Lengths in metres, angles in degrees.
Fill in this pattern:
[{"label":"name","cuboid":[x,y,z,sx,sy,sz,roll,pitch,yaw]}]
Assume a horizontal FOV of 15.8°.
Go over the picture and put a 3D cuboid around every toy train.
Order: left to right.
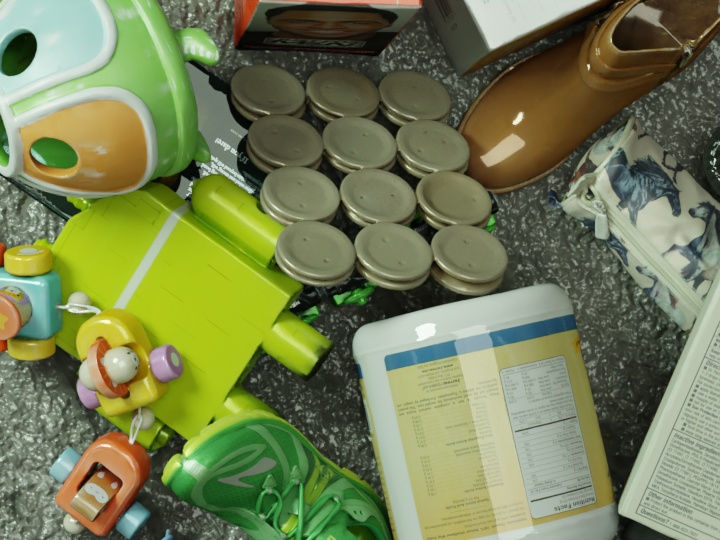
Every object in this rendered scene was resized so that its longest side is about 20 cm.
[{"label":"toy train","cuboid":[-0.198,0.077,1.628,0.200,0.056,0.150,42,114,3]},{"label":"toy train","cuboid":[0.000,0.000,1.684,0.199,0.056,0.042,-27,88,-5]}]

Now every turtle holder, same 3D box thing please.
[{"label":"turtle holder","cuboid":[-0.179,-0.130,1.591,0.131,0.141,0.186,-22,77,-22]}]

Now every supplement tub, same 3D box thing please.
[{"label":"supplement tub","cuboid":[0.083,0.119,1.642,0.144,0.145,0.201,-12,88,-7]}]

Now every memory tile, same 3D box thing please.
[{"label":"memory tile","cuboid":[0.004,-0.060,1.640,0.153,0.017,0.200,0,44,-17]}]

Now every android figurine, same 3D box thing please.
[{"label":"android figurine","cuboid":[-0.119,0.024,1.641,0.200,0.041,0.182,34,110,8]}]

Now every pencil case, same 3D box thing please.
[{"label":"pencil case","cuboid":[0.216,-0.004,1.696,0.200,0.078,0.089,46,46,-2]}]

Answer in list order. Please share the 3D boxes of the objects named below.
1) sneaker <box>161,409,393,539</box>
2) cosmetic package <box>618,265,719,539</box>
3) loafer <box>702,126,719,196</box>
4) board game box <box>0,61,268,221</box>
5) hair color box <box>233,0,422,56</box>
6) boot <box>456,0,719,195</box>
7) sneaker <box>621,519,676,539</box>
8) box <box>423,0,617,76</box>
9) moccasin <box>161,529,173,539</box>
[{"label":"sneaker","cuboid":[-0.039,0.148,1.609,0.074,0.084,0.200,-48,135,13]},{"label":"cosmetic package","cuboid":[0.245,0.076,1.616,0.103,0.087,0.201,25,97,4]},{"label":"loafer","cuboid":[0.311,-0.024,1.693,0.073,0.071,0.200,-45,73,24]},{"label":"board game box","cuboid":[-0.145,-0.081,1.687,0.200,0.028,0.136,35,83,-4]},{"label":"hair color box","cuboid":[-0.023,-0.179,1.621,0.101,0.200,0.062,1,86,-6]},{"label":"boot","cuboid":[0.147,-0.126,1.660,0.200,0.155,0.074,-39,91,-7]},{"label":"sneaker","cuboid":[0.276,0.174,1.696,0.199,0.073,0.082,18,85,-5]},{"label":"box","cuboid":[0.141,-0.216,1.682,0.199,0.124,0.098,-25,90,-7]},{"label":"moccasin","cuboid":[-0.102,0.202,1.609,0.199,0.068,0.081,4,74,29]}]
